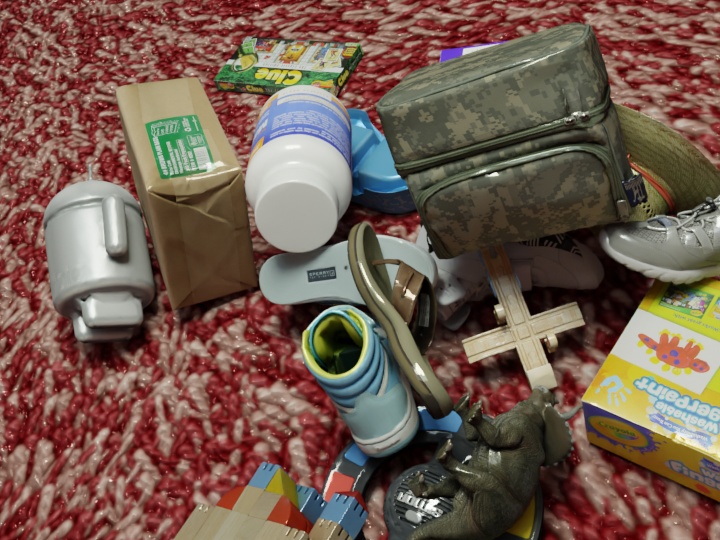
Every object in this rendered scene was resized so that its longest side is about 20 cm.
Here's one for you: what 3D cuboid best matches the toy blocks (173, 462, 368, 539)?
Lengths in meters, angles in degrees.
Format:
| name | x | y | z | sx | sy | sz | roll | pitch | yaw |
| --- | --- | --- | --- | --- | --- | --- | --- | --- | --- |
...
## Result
| name | x | y | z | sx | sy | sz | roll | pitch | yaw |
| --- | --- | --- | --- | --- | --- | --- | --- | --- | --- |
| toy blocks | -0.085 | 0.229 | 0.737 | 0.199 | 0.100 | 0.137 | -3 | 42 | 46 |

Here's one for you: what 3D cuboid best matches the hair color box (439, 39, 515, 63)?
| name | x | y | z | sx | sy | sz | roll | pitch | yaw |
| --- | --- | --- | --- | --- | --- | --- | --- | --- | --- |
| hair color box | 0.152 | -0.138 | 0.900 | 0.109 | 0.200 | 0.065 | -4 | 51 | 18 |

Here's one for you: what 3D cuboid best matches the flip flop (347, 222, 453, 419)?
| name | x | y | z | sx | sy | sz | roll | pitch | yaw |
| --- | --- | --- | --- | --- | --- | --- | --- | --- | --- |
| flip flop | 0.043 | 0.036 | 0.757 | 0.057 | 0.081 | 0.200 | -31 | 51 | 7 |

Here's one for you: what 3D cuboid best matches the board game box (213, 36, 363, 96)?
| name | x | y | z | sx | sy | sz | roll | pitch | yaw |
| --- | --- | --- | --- | --- | --- | --- | --- | --- | --- |
| board game box | -0.104 | -0.292 | 1.243 | 0.199 | 0.024 | 0.105 | 11 | 58 | 27 |

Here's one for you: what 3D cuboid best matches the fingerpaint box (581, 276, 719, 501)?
| name | x | y | z | sx | sy | sz | roll | pitch | yaw |
| --- | --- | --- | --- | --- | --- | --- | --- | --- | --- |
| fingerpaint box | 0.315 | 0.104 | 0.725 | 0.199 | 0.074 | 0.167 | 21 | 60 | 34 |

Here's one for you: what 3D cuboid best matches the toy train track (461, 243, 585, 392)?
| name | x | y | z | sx | sy | sz | roll | pitch | yaw |
| --- | --- | --- | --- | --- | --- | --- | --- | --- | --- |
| toy train track | 0.138 | 0.016 | 0.813 | 0.114 | 0.033 | 0.201 | -19 | 74 | 2 |

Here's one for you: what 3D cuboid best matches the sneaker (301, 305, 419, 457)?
| name | x | y | z | sx | sy | sz | roll | pitch | yaw |
| --- | --- | --- | --- | --- | --- | --- | --- | --- | --- |
| sneaker | -0.008 | 0.065 | 0.811 | 0.079 | 0.131 | 0.200 | -29 | 30 | 3 |

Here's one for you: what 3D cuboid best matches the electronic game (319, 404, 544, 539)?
| name | x | y | z | sx | sy | sz | roll | pitch | yaw |
| --- | --- | --- | --- | --- | --- | --- | --- | --- | --- |
| electronic game | 0.058 | 0.205 | 0.751 | 0.199 | 0.042 | 0.201 | -9 | 49 | 11 |

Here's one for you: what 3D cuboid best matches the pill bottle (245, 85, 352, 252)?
| name | x | y | z | sx | sy | sz | roll | pitch | yaw |
| --- | --- | --- | --- | --- | --- | --- | --- | --- | --- |
| pill bottle | -0.064 | -0.107 | 0.916 | 0.111 | 0.112 | 0.200 | -13 | 33 | 9 |

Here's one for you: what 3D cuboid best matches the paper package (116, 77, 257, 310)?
| name | x | y | z | sx | sy | sz | roll | pitch | yaw |
| --- | --- | --- | --- | --- | --- | --- | --- | --- | --- |
| paper package | -0.199 | -0.091 | 0.984 | 0.103 | 0.191 | 0.200 | -15 | 47 | -14 |

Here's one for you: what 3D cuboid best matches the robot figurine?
| name | x | y | z | sx | sy | sz | roll | pitch | yaw |
| --- | --- | --- | --- | --- | --- | --- | --- | --- | --- |
| robot figurine | -0.301 | -0.019 | 0.995 | 0.112 | 0.170 | 0.201 | 2 | 62 | -36 |

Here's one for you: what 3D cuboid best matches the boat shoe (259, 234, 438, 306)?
| name | x | y | z | sx | sy | sz | roll | pitch | yaw |
| --- | --- | --- | --- | --- | --- | --- | --- | --- | --- |
| boat shoe | 0.000 | 0.000 | 0.892 | 0.199 | 0.091 | 0.071 | -2 | 92 | 30 |

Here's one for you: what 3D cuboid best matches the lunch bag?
| name | x | y | z | sx | sy | sz | roll | pitch | yaw |
| --- | --- | --- | --- | --- | --- | --- | --- | --- | --- |
| lunch bag | 0.133 | -0.106 | 0.756 | 0.199 | 0.168 | 0.139 | -14 | 20 | 20 |

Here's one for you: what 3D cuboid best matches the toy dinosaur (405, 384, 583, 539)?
| name | x | y | z | sx | sy | sz | roll | pitch | yaw |
| --- | --- | --- | --- | --- | --- | --- | --- | --- | --- |
| toy dinosaur | 0.106 | 0.165 | 0.695 | 0.102 | 0.077 | 0.200 | 35 | 72 | -5 |

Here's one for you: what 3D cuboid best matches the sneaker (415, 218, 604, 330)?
| name | x | y | z | sx | sy | sz | roll | pitch | yaw |
| --- | --- | --- | --- | --- | --- | --- | --- | --- | --- |
| sneaker | 0.135 | 0.009 | 0.873 | 0.199 | 0.075 | 0.115 | 19 | 69 | 23 |

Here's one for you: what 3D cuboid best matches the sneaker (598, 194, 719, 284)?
| name | x | y | z | sx | sy | sz | roll | pitch | yaw |
| --- | --- | --- | --- | --- | --- | --- | --- | --- | --- |
| sneaker | 0.308 | -0.040 | 0.762 | 0.199 | 0.082 | 0.075 | -1 | 27 | -7 |

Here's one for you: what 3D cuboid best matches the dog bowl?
| name | x | y | z | sx | sy | sz | roll | pitch | yaw |
| --- | --- | --- | --- | --- | --- | --- | --- | --- | --- |
| dog bowl | 0.011 | -0.130 | 1.046 | 0.199 | 0.050 | 0.112 | 22 | 61 | 32 |

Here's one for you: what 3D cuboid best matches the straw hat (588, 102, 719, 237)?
| name | x | y | z | sx | sy | sz | roll | pitch | yaw |
| --- | --- | --- | --- | --- | --- | --- | --- | --- | --- |
| straw hat | 0.252 | -0.074 | 0.840 | 0.201 | 0.201 | 0.085 | 36 | 84 | 38 |
